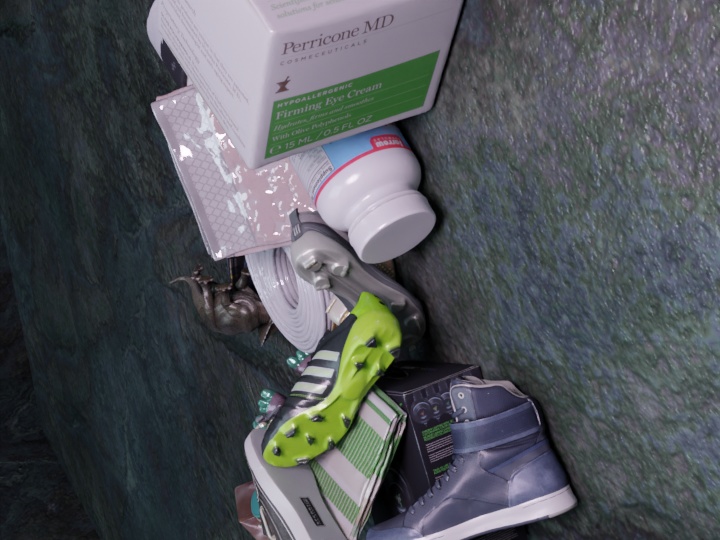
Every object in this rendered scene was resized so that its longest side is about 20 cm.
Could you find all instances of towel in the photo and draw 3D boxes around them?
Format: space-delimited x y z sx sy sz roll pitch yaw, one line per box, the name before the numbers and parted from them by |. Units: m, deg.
towel | -0.025 0.197 1.289 0.153 0.023 0.201 39 117 49
towel | -0.108 -0.119 1.367 0.032 0.190 0.201 -58 -49 -66

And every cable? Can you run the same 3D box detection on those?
cable | -0.067 -0.002 1.491 0.200 0.069 0.201 -9 100 66

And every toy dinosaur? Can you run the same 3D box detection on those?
toy dinosaur | -0.172 0.048 1.630 0.199 0.077 0.103 3 120 26

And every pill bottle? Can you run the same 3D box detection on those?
pill bottle | -0.010 -0.111 1.235 0.200 0.108 0.109 60 154 22

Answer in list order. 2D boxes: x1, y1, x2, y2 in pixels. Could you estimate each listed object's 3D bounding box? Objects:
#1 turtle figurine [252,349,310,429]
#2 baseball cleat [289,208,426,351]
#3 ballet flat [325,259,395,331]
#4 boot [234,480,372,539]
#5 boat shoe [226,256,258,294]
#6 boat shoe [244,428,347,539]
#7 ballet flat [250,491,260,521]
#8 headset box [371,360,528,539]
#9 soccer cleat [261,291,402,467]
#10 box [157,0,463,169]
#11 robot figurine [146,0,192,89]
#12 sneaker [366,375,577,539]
turtle figurine | -0.058 0.163 1.537 0.101 0.150 0.200 59 169 -18
baseball cleat | 0.000 0.000 1.292 0.200 0.070 0.107 43 -155 -43
ballet flat | -0.008 0.063 1.374 0.070 0.065 0.201 29 124 36
boot | -0.033 0.293 1.476 0.186 0.200 0.064 52 151 37
boat shoe | -0.152 -0.035 1.649 0.084 0.068 0.201 28 133 57
boat shoe | -0.073 0.244 1.263 0.064 0.071 0.200 -53 47 22
ballet flat | -0.044 0.228 1.385 0.200 0.069 0.070 -35 75 45
headset box | 0.067 0.189 1.315 0.174 0.093 0.201 -3 104 65
soccer cleat | -0.030 0.110 1.242 0.200 0.067 0.081 -51 32 19
box | -0.048 -0.234 1.111 0.200 0.199 0.172 55 152 27
robot figurine | -0.164 -0.257 1.444 0.200 0.125 0.150 57 176 29
sneaker | 0.082 0.179 1.183 0.077 0.202 0.147 -11 -99 -78
